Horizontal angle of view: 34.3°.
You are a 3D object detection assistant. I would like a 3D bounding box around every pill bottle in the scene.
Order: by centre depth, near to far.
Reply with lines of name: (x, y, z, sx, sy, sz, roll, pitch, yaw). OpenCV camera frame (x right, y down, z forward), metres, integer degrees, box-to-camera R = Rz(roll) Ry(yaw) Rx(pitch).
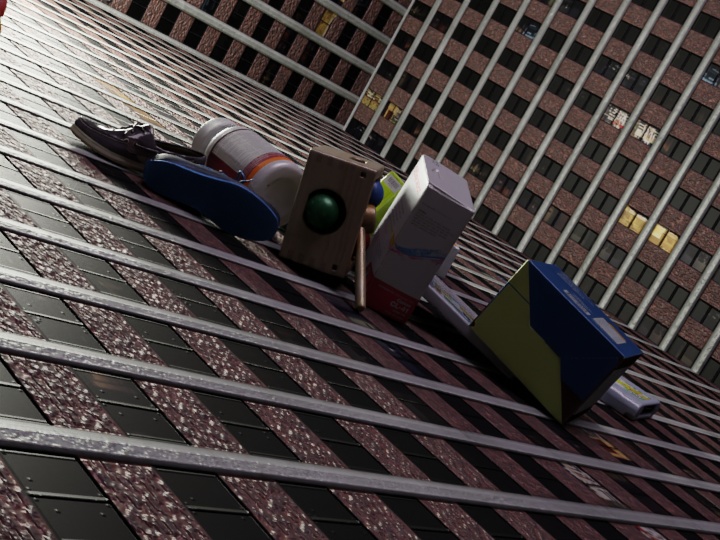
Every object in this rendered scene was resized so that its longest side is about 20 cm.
pill bottle: (-0.176, -0.154, 1.793, 0.109, 0.111, 0.199, 20, 13, -46)

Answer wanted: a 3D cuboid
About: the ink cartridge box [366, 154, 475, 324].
ink cartridge box: (0.076, -0.046, 1.689, 0.085, 0.201, 0.148, 29, 20, -12)

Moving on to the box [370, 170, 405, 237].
box: (0.057, -0.056, 1.853, 0.048, 0.122, 0.200, 49, 2, 39)

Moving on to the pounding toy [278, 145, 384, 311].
pounding toy: (-0.026, -0.065, 1.661, 0.140, 0.187, 0.200, 18, 9, 3)

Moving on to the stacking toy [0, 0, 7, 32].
stacking toy: (-0.578, -0.444, 1.760, 0.145, 0.202, 0.146, 28, 9, -5)

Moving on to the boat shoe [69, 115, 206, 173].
boat shoe: (-0.306, -0.175, 1.626, 0.198, 0.065, 0.072, 25, 12, -28)

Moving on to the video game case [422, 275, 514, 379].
video game case: (0.158, 0.073, 1.804, 0.200, 0.022, 0.182, 44, 8, -7)

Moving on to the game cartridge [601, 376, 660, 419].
game cartridge: (0.463, 0.217, 2.103, 0.132, 0.041, 0.199, 31, 8, 23)

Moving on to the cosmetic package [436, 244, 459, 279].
cosmetic package: (0.136, -0.055, 2.374, 0.100, 0.072, 0.200, 29, 9, -7)

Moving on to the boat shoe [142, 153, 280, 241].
boat shoe: (-0.196, -0.113, 1.590, 0.198, 0.085, 0.069, 32, 20, -9)

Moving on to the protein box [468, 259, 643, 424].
protein box: (0.295, 0.103, 1.738, 0.199, 0.135, 0.199, 46, 13, 16)

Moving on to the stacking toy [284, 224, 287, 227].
stacking toy: (-0.113, -0.109, 1.866, 0.085, 0.086, 0.199, 22, 9, -40)
